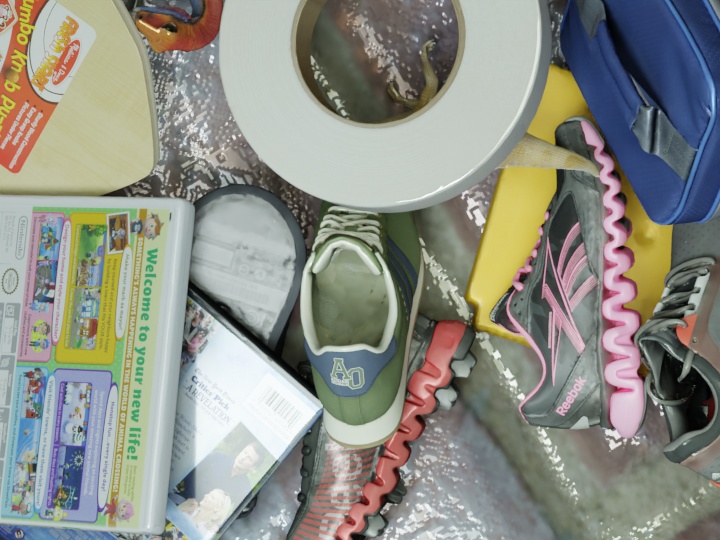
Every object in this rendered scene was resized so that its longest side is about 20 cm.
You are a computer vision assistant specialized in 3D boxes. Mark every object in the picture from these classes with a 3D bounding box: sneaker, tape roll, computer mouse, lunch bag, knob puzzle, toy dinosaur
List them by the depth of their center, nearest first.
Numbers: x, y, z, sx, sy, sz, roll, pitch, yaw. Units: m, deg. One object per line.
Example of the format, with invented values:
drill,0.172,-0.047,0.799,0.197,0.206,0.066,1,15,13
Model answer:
tape roll,0.015,-0.135,1.629,0.202,0.037,0.204,-1,85,15
toy dinosaur,-0.121,-0.229,1.644,0.200,0.105,0.182,-44,74,27
sneaker,0.000,0.000,1.645,0.067,0.090,0.201,-4,53,7
sneaker,0.206,0.032,1.650,0.082,0.077,0.201,17,54,-32
lunch bag,0.206,-0.120,1.651,0.132,0.136,0.201,-8,50,-20
knob puzzle,-0.202,-0.124,1.663,0.219,0.030,0.221,11,121,18
sneaker,0.124,0.006,1.690,0.095,0.079,0.201,-6,85,11
sneaker,-0.009,0.107,1.697,0.098,0.071,0.201,28,89,4
toy dinosaur,0.073,-0.088,1.699,0.199,0.058,0.101,8,61,25
computer mouse,-0.097,0.041,1.704,0.138,0.053,0.201,22,94,2

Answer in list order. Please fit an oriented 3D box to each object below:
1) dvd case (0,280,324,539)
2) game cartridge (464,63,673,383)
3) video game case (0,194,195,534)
dvd case,-0.134,0.110,1.672,0.143,0.018,0.200,40,99,3
game cartridge,0.180,-0.022,1.741,0.199,0.032,0.177,17,86,-2
video game case,-0.192,0.054,1.659,0.181,0.022,0.201,2,81,24
